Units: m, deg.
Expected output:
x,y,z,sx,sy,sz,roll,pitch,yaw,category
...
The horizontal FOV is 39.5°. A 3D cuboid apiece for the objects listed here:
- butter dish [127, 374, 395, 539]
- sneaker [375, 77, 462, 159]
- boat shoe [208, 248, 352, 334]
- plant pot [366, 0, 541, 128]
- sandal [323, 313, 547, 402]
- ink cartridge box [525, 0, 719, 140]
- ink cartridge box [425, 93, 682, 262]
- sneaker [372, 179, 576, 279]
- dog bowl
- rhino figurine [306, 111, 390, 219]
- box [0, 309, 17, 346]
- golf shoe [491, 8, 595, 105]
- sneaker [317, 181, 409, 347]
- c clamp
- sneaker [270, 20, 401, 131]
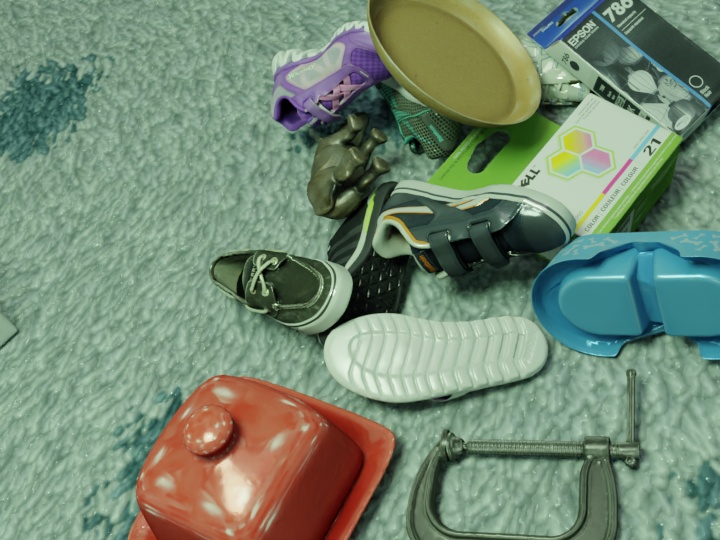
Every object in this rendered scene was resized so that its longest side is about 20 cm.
x,y,z,sx,sy,sz,roll,pitch,yaw,category
-0.104,0.165,0.848,0.200,0.148,0.200,16,62,30,butter dish
0.059,-0.177,1.104,0.077,0.091,0.200,-2,22,-17,sneaker
-0.084,0.015,0.966,0.200,0.064,0.071,4,73,55,boat shoe
0.089,-0.213,0.994,0.027,0.200,0.200,-49,30,43,plant pot
0.068,0.085,0.915,0.202,0.050,0.083,0,67,5,sandal
0.276,-0.220,1.028,0.200,0.039,0.099,42,76,16,ink cartridge box
0.181,-0.102,0.971,0.200,0.076,0.148,33,69,23,ink cartridge box
0.098,-0.030,0.916,0.200,0.078,0.080,8,57,43,sneaker
0.247,0.017,0.850,0.200,0.112,0.050,-2,39,30,dog bowl
-0.018,-0.119,1.061,0.087,0.060,0.200,-47,19,22,rhino figurine
-0.528,0.026,1.088,0.200,0.199,0.171,32,69,35,box
0.203,-0.210,1.076,0.200,0.078,0.097,-29,55,-1,golf shoe
0.000,0.000,1.008,0.083,0.072,0.200,-14,44,50,sneaker
0.136,0.171,0.835,0.199,0.027,0.171,-7,57,15,c clamp
-0.028,-0.197,1.064,0.200,0.080,0.089,-9,56,47,sneaker
